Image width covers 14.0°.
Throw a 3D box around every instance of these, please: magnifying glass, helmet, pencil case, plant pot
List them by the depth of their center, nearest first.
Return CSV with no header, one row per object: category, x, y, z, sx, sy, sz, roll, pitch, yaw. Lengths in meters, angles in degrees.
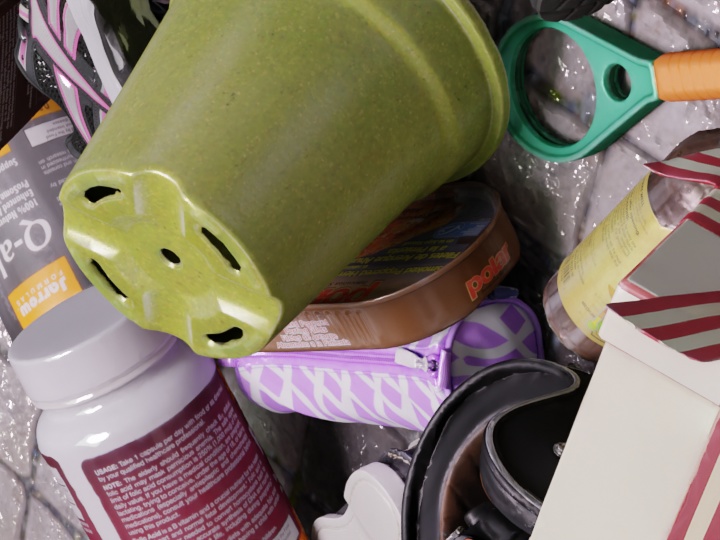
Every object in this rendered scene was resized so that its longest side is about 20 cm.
helmet,0.100,0.146,1.486,0.200,0.191,0.200,8,109,23
magnifying glass,0.139,-0.096,1.487,0.200,0.022,0.080,-1,102,49
plant pot,-0.053,-0.061,1.510,0.200,0.184,0.200,24,146,18
pencil case,0.013,0.049,1.635,0.200,0.085,0.084,0,99,51

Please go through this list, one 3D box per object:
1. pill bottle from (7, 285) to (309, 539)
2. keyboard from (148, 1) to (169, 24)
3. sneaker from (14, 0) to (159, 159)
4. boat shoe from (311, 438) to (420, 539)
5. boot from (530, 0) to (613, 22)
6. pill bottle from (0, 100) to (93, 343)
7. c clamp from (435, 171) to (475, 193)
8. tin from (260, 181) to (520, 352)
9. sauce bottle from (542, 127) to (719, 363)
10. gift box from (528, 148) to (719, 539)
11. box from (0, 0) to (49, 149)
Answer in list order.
pill bottle,-0.117,0.110,1.702,0.114,0.114,0.200,-2,120,50
keyboard,-0.098,-0.072,1.702,0.127,0.021,0.200,0,131,49
sneaker,-0.159,-0.140,1.598,0.086,0.080,0.200,-10,105,31
boat shoe,0.019,0.148,1.678,0.074,0.060,0.200,55,158,18
boot,0.107,-0.236,1.453,0.131,0.068,0.200,45,125,37
pill bottle,-0.177,-0.009,1.814,0.116,0.116,0.200,-45,68,47
c clamp,-0.011,-0.110,1.605,0.200,0.027,0.171,6,136,40
tin,0.000,0.000,1.603,0.200,0.112,0.042,-2,121,46
sauce bottle,0.163,-0.026,1.448,0.065,0.065,0.200,59,140,17
gift box,0.185,0.056,1.325,0.200,0.185,0.187,28,127,12
box,-0.210,-0.152,1.733,0.075,0.200,0.100,15,120,13
